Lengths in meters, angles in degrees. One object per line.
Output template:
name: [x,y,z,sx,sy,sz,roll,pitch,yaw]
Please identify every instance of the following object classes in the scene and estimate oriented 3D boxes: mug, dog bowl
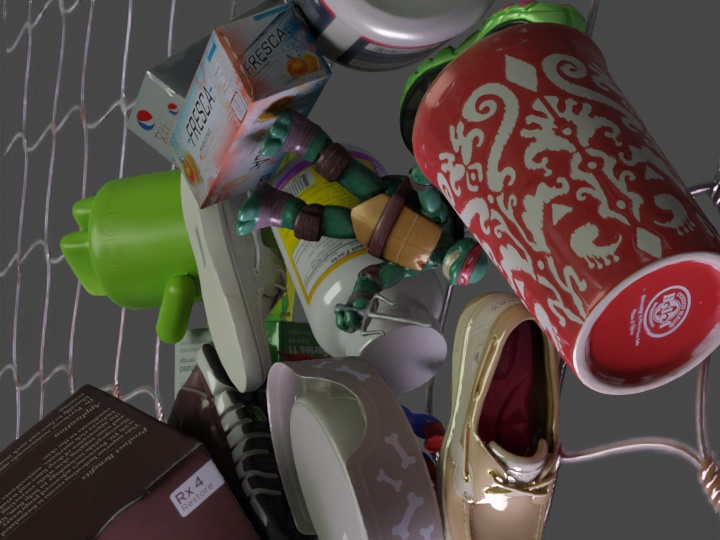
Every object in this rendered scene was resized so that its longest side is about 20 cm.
mug: [0.141,-0.026,1.003,0.133,0.177,0.200,-39,46,10]
dog bowl: [-0.003,0.151,1.177,0.200,0.058,0.201,162,90,-74]

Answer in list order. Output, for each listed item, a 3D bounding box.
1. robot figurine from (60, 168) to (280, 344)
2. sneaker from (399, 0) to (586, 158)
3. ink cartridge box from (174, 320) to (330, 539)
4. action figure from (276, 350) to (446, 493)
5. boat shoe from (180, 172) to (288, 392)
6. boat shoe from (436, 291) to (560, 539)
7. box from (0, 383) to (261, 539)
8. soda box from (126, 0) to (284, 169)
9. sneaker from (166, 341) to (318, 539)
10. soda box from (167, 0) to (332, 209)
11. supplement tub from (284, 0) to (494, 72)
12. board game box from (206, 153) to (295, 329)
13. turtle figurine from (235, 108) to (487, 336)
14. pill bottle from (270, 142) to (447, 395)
robot figurine: [-0.155,-0.029,1.464,0.176,0.199,0.116,-79,-25,-44]
sneaker: [0.084,-0.110,1.150,0.200,0.076,0.084,139,133,-59]
ink cartridge box: [-0.085,0.148,1.440,0.146,0.083,0.201,-8,81,44]
action figure: [-0.004,0.115,1.302,0.200,0.099,0.066,-141,58,-64]
boat shoe: [-0.093,-0.001,1.353,0.072,0.068,0.201,113,145,-57]
boat shoe: [0.094,0.116,1.096,0.069,0.073,0.201,-166,73,-71]
box: [-0.192,0.217,1.304,0.200,0.166,0.165,18,142,54]
soda box: [-0.108,-0.165,1.442,0.064,0.200,0.068,37,132,11]
sneaker: [-0.101,0.164,1.354,0.116,0.075,0.200,-50,47,31]
soda box: [-0.086,-0.118,1.247,0.064,0.068,0.200,63,156,11]
supplement tub: [0.019,-0.215,1.189,0.200,0.140,0.141,176,96,-80]
board game box: [-0.095,-0.027,1.567,0.102,0.047,0.201,-151,67,-63]
turtle figurine: [0.018,-0.029,1.182,0.150,0.199,0.101,-66,-11,9]
pill bottle: [0.000,0.000,1.289,0.200,0.104,0.105,-114,35,-44]
